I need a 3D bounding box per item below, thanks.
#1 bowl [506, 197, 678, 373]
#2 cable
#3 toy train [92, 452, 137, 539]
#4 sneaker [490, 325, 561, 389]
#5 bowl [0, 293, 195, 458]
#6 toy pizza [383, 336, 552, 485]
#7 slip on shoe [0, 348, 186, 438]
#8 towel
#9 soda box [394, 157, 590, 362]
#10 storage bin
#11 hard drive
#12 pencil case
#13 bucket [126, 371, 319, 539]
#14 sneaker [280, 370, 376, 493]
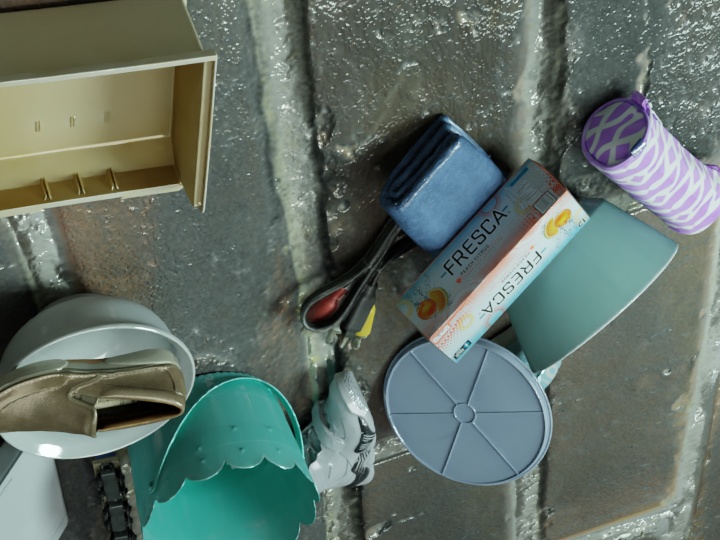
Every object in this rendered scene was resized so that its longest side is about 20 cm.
[{"bbox_3d":[0.220,0.001,1.763,0.200,0.105,0.201,-42,-178,2],"label":"bowl"},{"bbox_3d":[0.000,0.000,1.755,0.096,0.050,0.201,14,117,-29],"label":"cable"},{"bbox_3d":[-0.272,0.260,1.902,0.034,0.046,0.201,-8,143,-7],"label":"toy train"},{"bbox_3d":[0.209,0.092,1.924,0.200,0.082,0.074,-40,141,21],"label":"sneaker"},{"bbox_3d":[-0.267,0.088,1.661,0.199,0.091,0.202,-15,141,-12],"label":"bowl"},{"bbox_3d":[0.121,0.152,1.912,0.198,0.032,0.202,11,122,18],"label":"toy pizza"},{"bbox_3d":[-0.259,0.125,1.586,0.198,0.061,0.076,-8,140,-20],"label":"slip on shoe"},{"bbox_3d":[0.098,-0.063,1.693,0.112,0.049,0.200,-48,143,2],"label":"towel"},{"bbox_3d":[0.130,-0.010,1.681,0.200,0.064,0.068,-46,143,2],"label":"soda box"},{"bbox_3d":[-0.232,-0.122,1.426,0.198,0.094,0.200,-10,140,-18],"label":"storage bin"},{"bbox_3d":[-0.360,0.257,1.798,0.026,0.133,0.201,18,143,15],"label":"hard drive"},{"bbox_3d":[0.302,-0.108,1.742,0.086,0.084,0.199,-55,139,3],"label":"pencil case"},{"bbox_3d":[-0.153,0.215,1.837,0.205,0.136,0.208,-15,143,-12],"label":"bucket"},{"bbox_3d":[-0.046,0.193,1.916,0.114,0.076,0.201,-18,146,-11],"label":"sneaker"}]
